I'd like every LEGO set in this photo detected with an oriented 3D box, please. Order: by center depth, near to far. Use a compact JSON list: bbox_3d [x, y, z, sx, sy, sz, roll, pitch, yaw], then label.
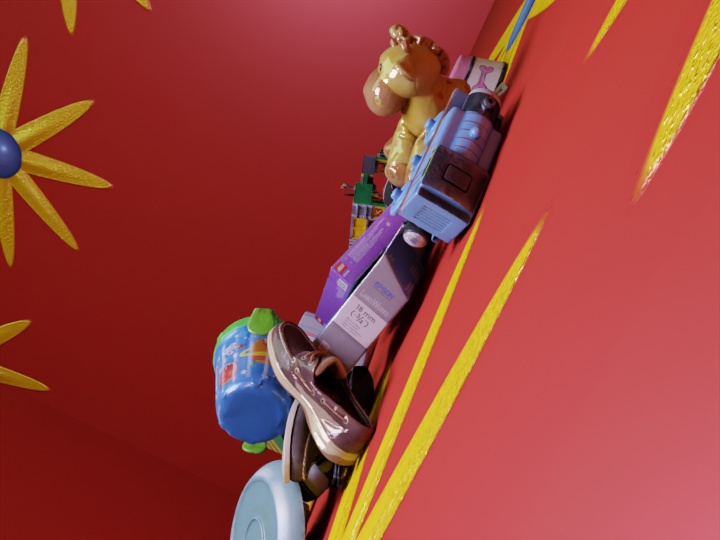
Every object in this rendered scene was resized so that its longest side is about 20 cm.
[{"bbox_3d":[0.046,-0.102,1.517,0.201,0.151,0.117,-95,9,-49],"label":"LEGO set"}]

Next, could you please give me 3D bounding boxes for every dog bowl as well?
[{"bbox_3d":[0.153,-0.245,1.397,0.200,0.073,0.202,-156,89,-89],"label":"dog bowl"}]

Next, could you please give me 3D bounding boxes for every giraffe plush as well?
[{"bbox_3d":[0.076,-0.223,1.159,0.201,0.162,0.172,-50,32,-2],"label":"giraffe plush"}]

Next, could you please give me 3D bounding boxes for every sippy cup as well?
[{"bbox_3d":[-0.134,0.151,1.171,0.138,0.179,0.131,-26,26,14],"label":"sippy cup"}]

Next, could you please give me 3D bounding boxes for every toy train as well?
[{"bbox_3d":[0.105,-0.120,1.009,0.202,0.086,0.114,-64,10,-25],"label":"toy train"}]

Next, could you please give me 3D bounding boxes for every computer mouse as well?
[{"bbox_3d":[-0.007,0.188,1.087,0.201,0.034,0.059,-77,3,-55],"label":"computer mouse"}]

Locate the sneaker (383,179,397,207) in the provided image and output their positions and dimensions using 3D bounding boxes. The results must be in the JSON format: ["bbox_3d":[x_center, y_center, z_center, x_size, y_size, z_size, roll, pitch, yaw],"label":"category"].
[{"bbox_3d":[0.068,-0.128,1.323,0.099,0.071,0.199,-33,1,-36],"label":"sneaker"}]

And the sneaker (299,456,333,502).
[{"bbox_3d":[-0.043,0.241,1.171,0.083,0.072,0.200,-40,5,6],"label":"sneaker"}]

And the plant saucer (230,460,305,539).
[{"bbox_3d":[-0.119,0.330,1.074,0.200,0.027,0.203,-35,50,56],"label":"plant saucer"}]

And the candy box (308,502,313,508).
[{"bbox_3d":[-0.101,0.379,1.379,0.201,0.026,0.103,116,174,-60],"label":"candy box"}]

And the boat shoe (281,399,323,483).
[{"bbox_3d":[-0.055,0.185,1.080,0.202,0.060,0.073,-78,-5,-65],"label":"boat shoe"}]

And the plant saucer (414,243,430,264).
[{"bbox_3d":[0.063,0.001,1.321,0.201,0.038,0.203,-154,89,-88],"label":"plant saucer"}]

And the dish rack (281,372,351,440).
[{"bbox_3d":[-0.107,0.166,1.342,0.152,0.199,0.055,-28,-47,-31],"label":"dish rack"}]

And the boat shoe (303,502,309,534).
[{"bbox_3d":[-0.109,0.355,1.162,0.201,0.069,0.072,114,165,-58],"label":"boat shoe"}]

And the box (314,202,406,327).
[{"bbox_3d":[0.000,0.000,1.285,0.137,0.039,0.200,-47,-8,-24],"label":"box"}]

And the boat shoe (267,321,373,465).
[{"bbox_3d":[-0.043,0.125,1.035,0.072,0.071,0.201,-55,47,28],"label":"boat shoe"}]

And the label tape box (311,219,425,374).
[{"bbox_3d":[0.030,0.024,1.140,0.201,0.063,0.144,-52,-1,19],"label":"label tape box"}]

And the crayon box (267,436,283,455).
[{"bbox_3d":[-0.137,0.246,1.416,0.127,0.198,0.051,148,147,-88],"label":"crayon box"}]

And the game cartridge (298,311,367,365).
[{"bbox_3d":[-0.062,0.156,1.439,0.201,0.131,0.041,-65,-9,-45],"label":"game cartridge"}]
